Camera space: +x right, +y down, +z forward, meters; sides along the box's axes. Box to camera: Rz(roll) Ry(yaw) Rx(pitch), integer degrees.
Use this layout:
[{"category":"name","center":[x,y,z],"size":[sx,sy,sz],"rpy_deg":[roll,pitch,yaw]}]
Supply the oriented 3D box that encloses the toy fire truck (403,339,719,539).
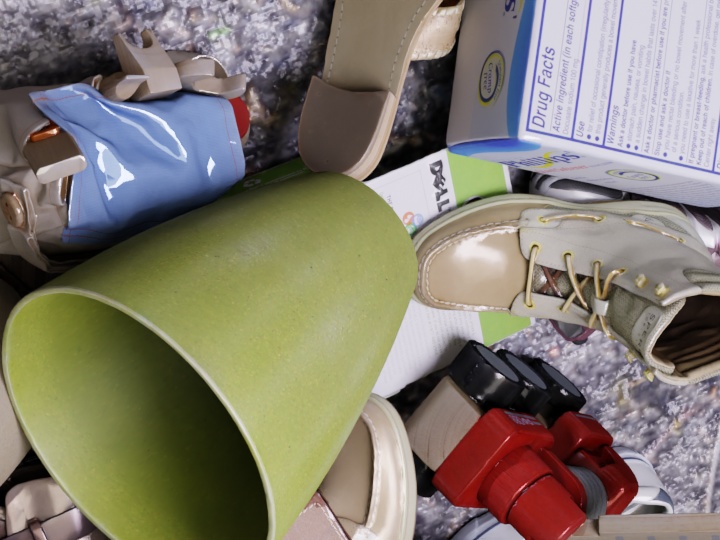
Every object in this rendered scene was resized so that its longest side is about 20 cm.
[{"category":"toy fire truck","center":[0.140,0.138,1.252],"size":[0.129,0.200,0.176],"rpy_deg":[-50,155,11]}]

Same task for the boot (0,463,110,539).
[{"category":"boot","center":[-0.166,0.188,1.193],"size":[0.198,0.070,0.148],"rpy_deg":[-4,101,-6]}]

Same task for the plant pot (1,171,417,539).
[{"category":"plant pot","center":[-0.062,0.036,1.086],"size":[0.200,0.186,0.189],"rpy_deg":[-42,124,-39]}]

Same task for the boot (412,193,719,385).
[{"category":"boot","center":[0.137,0.013,1.183],"size":[0.198,0.155,0.073],"rpy_deg":[-4,114,-16]}]

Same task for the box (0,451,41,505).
[{"category":"box","center":[-0.176,0.189,1.271],"size":[0.198,0.049,0.161],"rpy_deg":[-17,117,-13]}]

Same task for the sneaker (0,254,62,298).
[{"category":"sneaker","center":[-0.197,-0.016,1.184],"size":[0.075,0.071,0.200],"rpy_deg":[-34,113,14]}]

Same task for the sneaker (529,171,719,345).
[{"category":"sneaker","center":[0.188,0.003,1.324],"size":[0.198,0.076,0.116],"rpy_deg":[16,109,-14]}]

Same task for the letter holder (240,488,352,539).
[{"category":"letter holder","center":[-0.071,0.234,1.126],"size":[0.199,0.101,0.143],"rpy_deg":[-34,93,-5]}]

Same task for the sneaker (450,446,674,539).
[{"category":"sneaker","center":[0.126,0.196,1.369],"size":[0.199,0.071,0.073],"rpy_deg":[-36,118,-4]}]

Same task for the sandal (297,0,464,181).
[{"category":"sandal","center":[0.025,-0.148,1.209],"size":[0.070,0.077,0.214],"rpy_deg":[33,78,-64]}]

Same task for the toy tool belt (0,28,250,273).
[{"category":"toy tool belt","center":[-0.120,-0.070,1.110],"size":[0.199,0.122,0.126],"rpy_deg":[-20,96,-37]}]

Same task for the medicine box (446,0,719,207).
[{"category":"medicine box","center":[0.169,-0.146,1.203],"size":[0.198,0.103,0.184],"rpy_deg":[11,84,-22]}]

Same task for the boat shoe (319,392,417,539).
[{"category":"boat shoe","center":[-0.018,0.174,1.210],"size":[0.065,0.072,0.202],"rpy_deg":[0,106,-41]}]

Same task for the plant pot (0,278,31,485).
[{"category":"plant pot","center":[-0.256,0.064,1.121],"size":[0.133,0.200,0.202],"rpy_deg":[-12,115,-28]}]

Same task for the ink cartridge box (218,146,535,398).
[{"category":"ink cartridge box","center":[0.000,0.000,1.248],"size":[0.198,0.076,0.149],"rpy_deg":[-23,116,-20]}]
